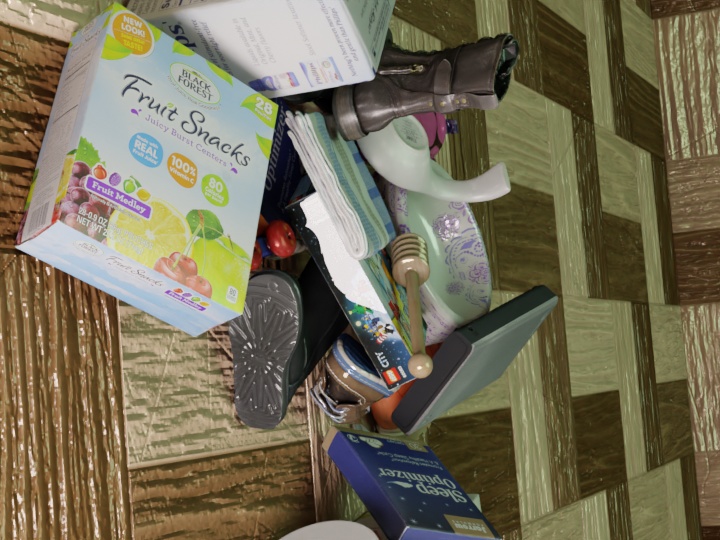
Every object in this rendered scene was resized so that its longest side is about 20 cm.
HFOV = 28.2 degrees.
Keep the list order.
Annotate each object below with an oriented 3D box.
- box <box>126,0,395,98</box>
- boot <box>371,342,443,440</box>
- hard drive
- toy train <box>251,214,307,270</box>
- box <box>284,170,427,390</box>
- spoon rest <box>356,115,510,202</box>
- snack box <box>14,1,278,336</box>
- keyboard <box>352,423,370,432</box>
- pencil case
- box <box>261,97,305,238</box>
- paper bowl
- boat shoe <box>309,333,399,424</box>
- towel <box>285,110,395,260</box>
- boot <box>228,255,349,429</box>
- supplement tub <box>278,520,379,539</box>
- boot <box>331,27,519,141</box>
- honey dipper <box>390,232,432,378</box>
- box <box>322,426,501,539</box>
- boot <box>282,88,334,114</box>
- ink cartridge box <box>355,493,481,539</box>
[{"bbox_3d":[-0.077,-0.244,1.223,0.105,0.199,0.184,62,31,-42],"label":"box"},{"bbox_3d":[0.057,0.092,1.615,0.107,0.075,0.200,65,30,-28],"label":"boot"},{"bbox_3d":[0.126,0.093,1.554,0.033,0.140,0.200,43,33,16],"label":"hard drive"},{"bbox_3d":[-0.112,-0.055,1.261,0.116,0.084,0.200,68,24,-1],"label":"toy train"},{"bbox_3d":[0.000,0.000,1.365,0.200,0.038,0.137,61,12,-13],"label":"box"},{"bbox_3d":[0.067,-0.114,1.495,0.200,0.061,0.100,20,46,-35],"label":"spoon rest"},{"bbox_3d":[-0.157,-0.076,1.093,0.168,0.068,0.200,29,53,-34],"label":"snack box"},{"bbox_3d":[0.040,0.228,1.592,0.200,0.011,0.056,48,23,-53],"label":"keyboard"},{"bbox_3d":[0.032,-0.159,1.602,0.200,0.091,0.094,-10,89,-64],"label":"pencil case"},{"bbox_3d":[-0.101,-0.125,1.351,0.200,0.032,0.121,53,38,-48],"label":"box"},{"bbox_3d":[0.054,-0.016,1.563,0.201,0.104,0.201,42,38,-45],"label":"paper bowl"},{"bbox_3d":[-0.008,0.116,1.411,0.072,0.072,0.200,48,1,15],"label":"boat shoe"},{"bbox_3d":[-0.013,-0.084,1.341,0.147,0.024,0.200,64,12,-1],"label":"towel"},{"bbox_3d":[-0.054,0.030,1.338,0.200,0.065,0.165,-50,157,-55],"label":"boot"},{"bbox_3d":[-0.013,0.342,1.289,0.145,0.144,0.200,-59,137,-55],"label":"supplement tub"},{"bbox_3d":[0.070,-0.194,1.377,0.200,0.174,0.069,-80,151,-49],"label":"boot"},{"bbox_3d":[0.051,0.032,1.337,0.200,0.038,0.038,-94,165,-57],"label":"honey dipper"},{"bbox_3d":[0.056,0.227,1.400,0.121,0.200,0.032,14,112,-35],"label":"box"},{"bbox_3d":[-0.059,-0.250,1.430,0.168,0.076,0.201,0,73,-76],"label":"boot"},{"bbox_3d":[0.059,0.285,1.508,0.200,0.116,0.068,-21,104,-67],"label":"ink cartridge box"}]
